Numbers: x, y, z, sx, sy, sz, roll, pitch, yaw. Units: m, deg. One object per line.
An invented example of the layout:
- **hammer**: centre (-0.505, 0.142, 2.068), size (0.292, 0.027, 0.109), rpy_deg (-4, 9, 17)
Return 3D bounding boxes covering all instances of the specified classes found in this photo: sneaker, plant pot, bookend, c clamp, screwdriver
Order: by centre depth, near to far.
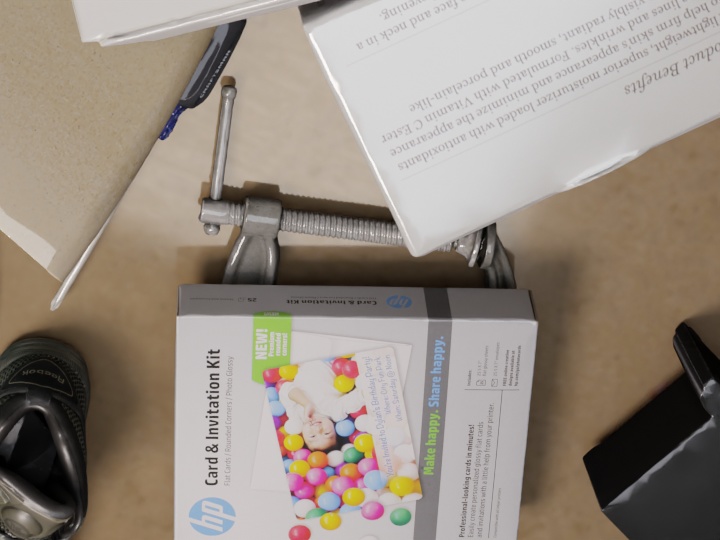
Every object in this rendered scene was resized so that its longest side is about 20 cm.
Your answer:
- **plant pot**: centre (-0.172, -0.137, 1.035), size (0.200, 0.200, 0.177), rpy_deg (43, 86, -16)
- **screwdriver**: centre (-0.120, -0.059, 1.138), size (0.028, 0.029, 0.200), rpy_deg (29, 99, -13)
- **sneaker**: centre (-0.197, 0.148, 1.162), size (0.076, 0.114, 0.200), rpy_deg (14, 109, -8)
- **c clamp**: centre (0.000, 0.000, 1.172), size (0.200, 0.027, 0.171), rpy_deg (12, 108, -10)
- **bookend**: centre (0.186, 0.176, 1.214), size (0.200, 0.092, 0.199), rpy_deg (-43, 105, 11)

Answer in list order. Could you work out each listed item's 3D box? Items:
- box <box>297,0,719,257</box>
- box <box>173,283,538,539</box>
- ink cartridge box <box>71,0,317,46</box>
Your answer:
- **box**: centre (0.080, -0.126, 1.046), size (0.199, 0.200, 0.131), rpy_deg (-25, 107, 3)
- **box**: centre (-0.005, 0.084, 1.181), size (0.200, 0.041, 0.156), rpy_deg (2, 118, -3)
- **ink cartridge box**: centre (-0.065, -0.209, 0.907), size (0.146, 0.084, 0.200), rpy_deg (-11, 93, 18)
